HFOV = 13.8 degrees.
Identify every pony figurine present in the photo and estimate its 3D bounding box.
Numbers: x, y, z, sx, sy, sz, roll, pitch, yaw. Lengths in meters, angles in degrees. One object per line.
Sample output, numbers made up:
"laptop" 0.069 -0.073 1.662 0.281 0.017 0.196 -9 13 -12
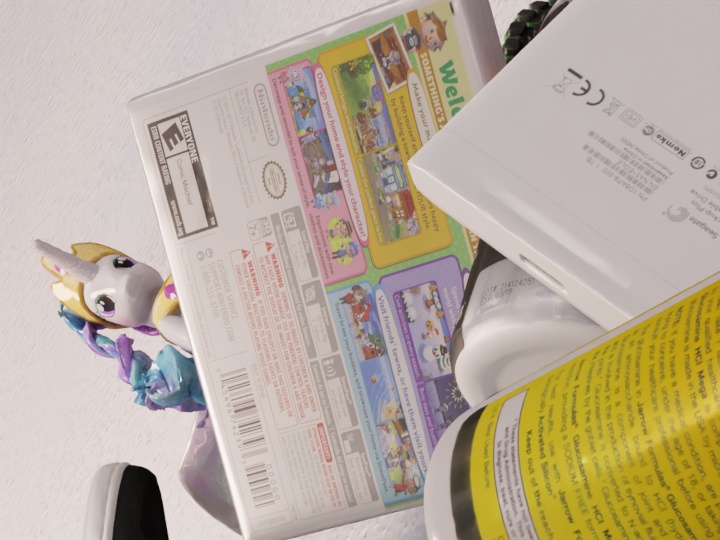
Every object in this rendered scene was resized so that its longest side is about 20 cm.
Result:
"pony figurine" -0.039 0.035 1.393 0.200 0.193 0.167 10 75 50

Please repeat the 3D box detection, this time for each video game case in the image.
"video game case" 0.000 0.000 1.234 0.181 0.022 0.201 -17 86 35

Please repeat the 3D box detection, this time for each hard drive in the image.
"hard drive" 0.132 -0.067 1.065 0.132 0.027 0.200 36 73 31

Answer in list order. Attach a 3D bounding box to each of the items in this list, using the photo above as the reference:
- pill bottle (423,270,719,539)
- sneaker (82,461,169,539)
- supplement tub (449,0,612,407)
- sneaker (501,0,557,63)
"pill bottle" 0.125 0.058 0.942 0.200 0.112 0.113 -31 34 36
"sneaker" -0.061 0.178 1.309 0.073 0.111 0.201 64 -160 -69
"supplement tub" 0.113 -0.031 1.137 0.122 0.122 0.201 -33 34 55
"sneaker" 0.086 -0.046 1.302 0.085 0.078 0.200 93 -162 -47
